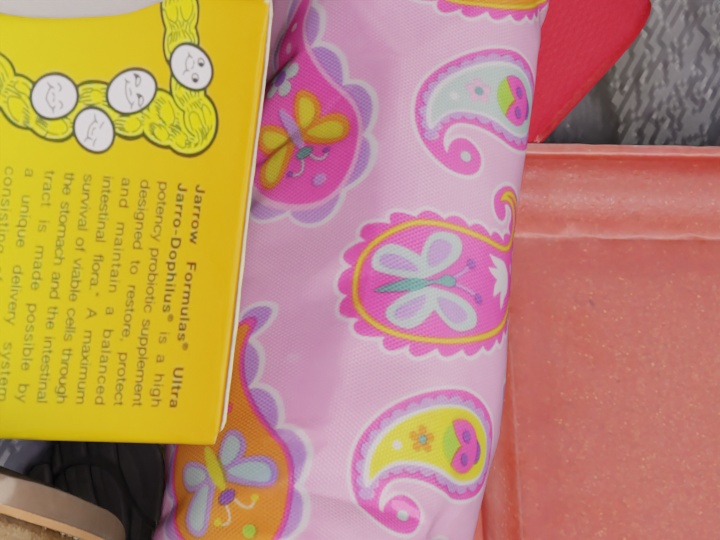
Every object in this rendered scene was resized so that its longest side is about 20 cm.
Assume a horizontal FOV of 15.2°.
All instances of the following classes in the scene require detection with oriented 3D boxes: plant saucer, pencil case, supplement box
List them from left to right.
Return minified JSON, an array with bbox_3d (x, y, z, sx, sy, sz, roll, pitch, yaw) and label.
[{"bbox_3d":[-0.135,-0.024,0.619,0.199,0.109,0.110,4,95,-38],"label":"supplement box"},{"bbox_3d":[0.000,0.000,0.708,0.087,0.087,0.201,30,56,-37],"label":"pencil case"},{"bbox_3d":[0.127,0.059,0.777,0.199,0.037,0.200,0,62,-4],"label":"plant saucer"}]

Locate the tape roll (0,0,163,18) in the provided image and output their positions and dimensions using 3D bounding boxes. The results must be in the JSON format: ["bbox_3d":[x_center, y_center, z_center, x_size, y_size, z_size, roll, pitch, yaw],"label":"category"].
[{"bbox_3d":[-0.082,-0.157,0.597,0.202,0.071,0.203,22,49,-28],"label":"tape roll"}]

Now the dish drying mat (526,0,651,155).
[{"bbox_3d":[0.020,-0.132,0.779,0.077,0.018,0.200,-46,121,-22],"label":"dish drying mat"}]

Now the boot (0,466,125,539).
[{"bbox_3d":[-0.103,0.085,0.604,0.073,0.200,0.076,22,68,-8],"label":"boot"}]

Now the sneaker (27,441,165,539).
[{"bbox_3d":[-0.059,0.144,0.731,0.081,0.074,0.201,13,91,-41],"label":"sneaker"}]
